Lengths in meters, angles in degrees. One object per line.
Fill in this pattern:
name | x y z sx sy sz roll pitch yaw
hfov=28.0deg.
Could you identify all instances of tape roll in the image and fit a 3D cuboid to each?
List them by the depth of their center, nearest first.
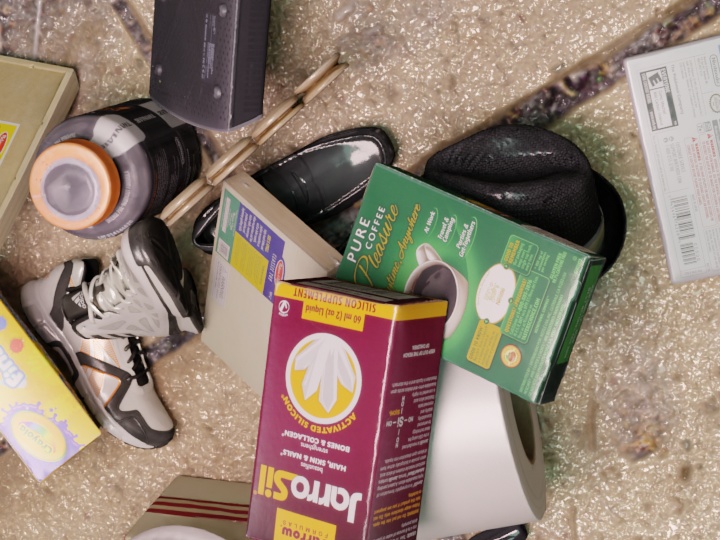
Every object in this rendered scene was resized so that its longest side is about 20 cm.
tape roll | 0.071 0.124 1.231 0.138 0.203 0.205 -13 99 13

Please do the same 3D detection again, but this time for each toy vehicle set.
toy vehicle set | -0.344 -0.109 1.281 0.123 0.201 0.027 12 147 9

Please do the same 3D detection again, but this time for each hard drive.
hard drive | -0.129 -0.193 1.220 0.042 0.200 0.136 -1 104 -27

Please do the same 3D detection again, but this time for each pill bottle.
pill bottle | -0.214 -0.087 1.241 0.105 0.200 0.107 2 102 10

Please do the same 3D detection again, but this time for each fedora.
fedora | 0.121 -0.062 1.187 0.199 0.202 0.092 5 137 10

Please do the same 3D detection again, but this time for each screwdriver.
screwdriver | 0.067 0.282 1.353 0.199 0.028 0.029 -27 125 12

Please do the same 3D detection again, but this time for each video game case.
video game case | 0.333 -0.104 1.224 0.181 0.022 0.202 -12 98 13

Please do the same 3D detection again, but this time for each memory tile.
memory tile | -0.091 -0.109 1.218 0.200 0.153 0.017 -42 96 -1

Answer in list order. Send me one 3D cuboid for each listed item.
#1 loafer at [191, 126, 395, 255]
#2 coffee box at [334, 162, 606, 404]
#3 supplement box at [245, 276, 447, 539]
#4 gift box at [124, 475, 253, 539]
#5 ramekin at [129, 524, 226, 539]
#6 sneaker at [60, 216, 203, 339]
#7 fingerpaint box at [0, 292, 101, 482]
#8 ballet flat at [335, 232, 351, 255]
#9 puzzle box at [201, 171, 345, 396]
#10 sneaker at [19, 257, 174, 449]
loafer | -0.061 -0.066 1.283 0.199 0.070 0.069 -26 97 15
coffee box | 0.079 0.007 1.117 0.199 0.044 0.124 24 102 28
supplement box | -0.011 0.113 1.096 0.110 0.085 0.202 10 97 30
gift box | -0.108 0.307 1.311 0.185 0.200 0.186 4 108 9
ramekin | -0.160 0.322 1.187 0.199 0.098 0.203 5 103 24
sneaker | -0.205 0.022 1.236 0.114 0.201 0.076 -13 70 -1
fingerpaint box | -0.322 0.088 1.313 0.073 0.167 0.201 -38 92 -11
ballet flat | 0.000 0.000 1.292 0.200 0.057 0.067 -42 92 16
puzzle box | -0.079 0.028 1.250 0.133 0.025 0.201 41 140 25
sneaker | -0.233 0.077 1.347 0.080 0.074 0.201 -35 94 14
